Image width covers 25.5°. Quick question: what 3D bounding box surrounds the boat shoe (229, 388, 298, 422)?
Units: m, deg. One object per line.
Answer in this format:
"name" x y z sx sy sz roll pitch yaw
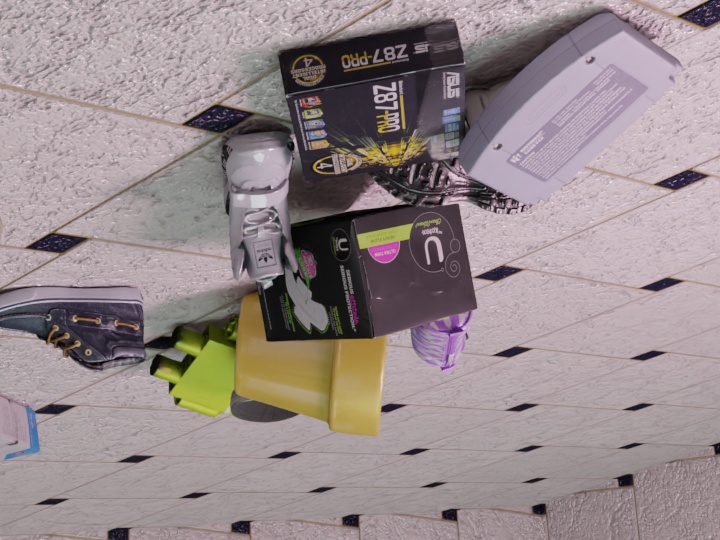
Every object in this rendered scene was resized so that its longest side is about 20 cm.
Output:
"boat shoe" -0.086 0.149 2.131 0.201 0.065 0.075 -15 148 -22

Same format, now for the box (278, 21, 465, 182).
"box" 0.015 -0.150 1.460 0.160 0.049 0.200 -11 160 -1

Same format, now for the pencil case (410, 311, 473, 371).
"pencil case" 0.111 0.076 2.186 0.083 0.086 0.200 -12 162 -2

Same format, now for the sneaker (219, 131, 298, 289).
"sneaker" -0.096 -0.058 1.581 0.075 0.116 0.200 -8 163 -9

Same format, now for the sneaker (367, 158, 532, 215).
"sneaker" 0.084 -0.104 1.620 0.199 0.074 0.079 12 -165 -25

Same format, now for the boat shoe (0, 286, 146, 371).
"boat shoe" -0.349 0.072 1.889 0.199 0.092 0.071 -3 161 -24

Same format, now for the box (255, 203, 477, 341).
"box" 0.000 0.000 1.684 0.148 0.125 0.199 -14 -174 -36

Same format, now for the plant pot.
"plant pot" -0.060 0.103 2.018 0.187 0.202 0.201 4 163 1

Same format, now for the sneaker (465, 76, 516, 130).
"sneaker" 0.179 -0.142 1.563 0.081 0.076 0.200 -30 157 25

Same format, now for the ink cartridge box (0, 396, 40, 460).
"ink cartridge box" -0.558 0.228 2.304 0.115 0.068 0.200 -13 163 8

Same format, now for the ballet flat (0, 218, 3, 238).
"ballet flat" -0.445 -0.031 1.549 0.199 0.070 0.069 -2 161 -25

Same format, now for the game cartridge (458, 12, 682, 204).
"game cartridge" 0.189 -0.148 1.475 0.200 0.041 0.133 -43 144 23

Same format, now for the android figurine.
"android figurine" -0.179 0.138 2.167 0.199 0.041 0.182 19 129 -25
